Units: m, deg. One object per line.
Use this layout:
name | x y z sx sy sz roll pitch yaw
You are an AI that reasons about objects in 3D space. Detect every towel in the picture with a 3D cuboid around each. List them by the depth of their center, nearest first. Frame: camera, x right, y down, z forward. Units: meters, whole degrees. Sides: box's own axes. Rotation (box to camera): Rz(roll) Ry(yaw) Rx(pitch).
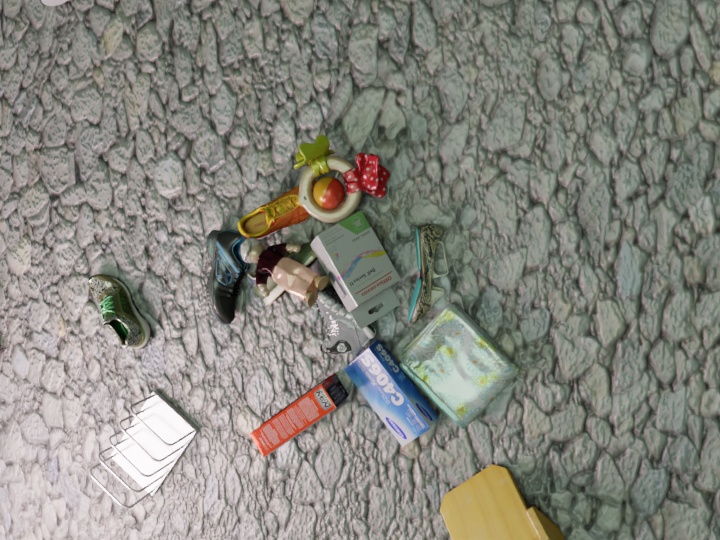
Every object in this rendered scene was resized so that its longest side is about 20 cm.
towel | 0.192 0.188 1.477 0.200 0.048 0.172 45 105 7

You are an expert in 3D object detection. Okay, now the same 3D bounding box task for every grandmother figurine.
grandmother figurine | -0.165 -0.003 1.488 0.198 0.061 0.122 33 73 20

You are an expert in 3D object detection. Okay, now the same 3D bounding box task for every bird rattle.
bird rattle | -0.047 -0.177 1.483 0.196 0.113 0.166 23 99 -5

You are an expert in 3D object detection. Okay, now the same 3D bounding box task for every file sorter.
file sorter | -0.487 0.401 1.642 0.138 0.124 0.202 38 104 9

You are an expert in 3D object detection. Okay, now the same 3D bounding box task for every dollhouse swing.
dollhouse swing | 0.286 0.529 1.491 0.199 0.177 0.181 -37 127 15

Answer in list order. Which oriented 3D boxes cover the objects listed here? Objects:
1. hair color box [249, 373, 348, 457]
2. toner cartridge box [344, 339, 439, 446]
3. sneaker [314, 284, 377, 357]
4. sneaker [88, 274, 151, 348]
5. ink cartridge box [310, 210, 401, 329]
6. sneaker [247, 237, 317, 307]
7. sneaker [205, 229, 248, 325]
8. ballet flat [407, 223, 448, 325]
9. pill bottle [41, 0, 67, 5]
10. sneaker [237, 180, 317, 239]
hair color box | -0.127 0.302 1.547 0.198 0.101 0.062 -36 86 14
toner cartridge box | 0.061 0.250 1.504 0.201 0.043 0.095 51 130 6
sneaker | -0.070 0.107 1.528 0.199 0.075 0.117 37 106 8
sneaker | -0.548 0.092 1.647 0.077 0.088 0.201 -41 84 15
ink cartridge box | 0.000 0.000 1.474 0.116 0.067 0.203 -30 87 -22
sneaker | -0.157 -0.020 1.540 0.090 0.067 0.200 46 108 1
sneaker | -0.281 0.015 1.576 0.080 0.073 0.205 -2 95 15
ballet flat | 0.138 0.010 1.471 0.073 0.068 0.205 5 95 -1
pill bottle | -0.700 -0.685 1.603 0.111 0.112 0.203 -29 88 16
sneaker | -0.161 -0.119 1.526 0.197 0.077 0.074 -32 86 6
